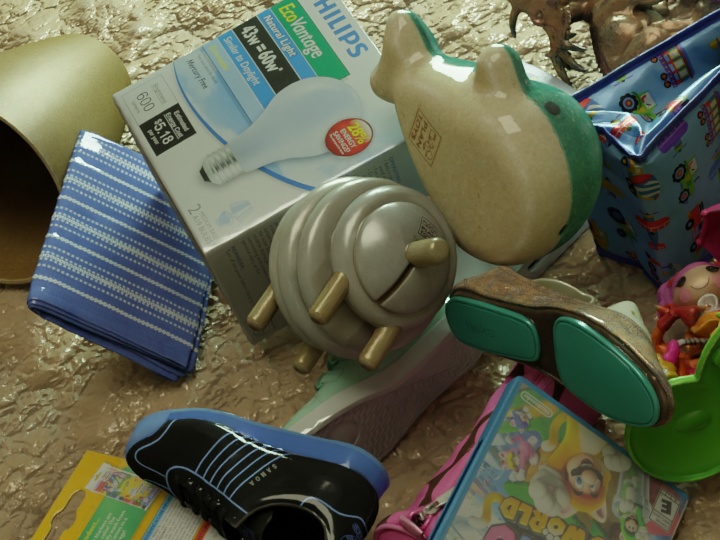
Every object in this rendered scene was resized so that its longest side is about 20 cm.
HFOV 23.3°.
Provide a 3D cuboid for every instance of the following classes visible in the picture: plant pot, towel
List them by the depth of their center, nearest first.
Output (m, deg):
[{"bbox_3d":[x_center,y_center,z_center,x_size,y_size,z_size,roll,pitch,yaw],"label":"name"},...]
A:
[{"bbox_3d":[-0.185,-0.014,1.413,0.024,0.144,0.201,-47,25,41],"label":"towel"},{"bbox_3d":[-0.286,-0.122,1.535,0.185,0.188,0.200,4,36,27],"label":"plant pot"}]

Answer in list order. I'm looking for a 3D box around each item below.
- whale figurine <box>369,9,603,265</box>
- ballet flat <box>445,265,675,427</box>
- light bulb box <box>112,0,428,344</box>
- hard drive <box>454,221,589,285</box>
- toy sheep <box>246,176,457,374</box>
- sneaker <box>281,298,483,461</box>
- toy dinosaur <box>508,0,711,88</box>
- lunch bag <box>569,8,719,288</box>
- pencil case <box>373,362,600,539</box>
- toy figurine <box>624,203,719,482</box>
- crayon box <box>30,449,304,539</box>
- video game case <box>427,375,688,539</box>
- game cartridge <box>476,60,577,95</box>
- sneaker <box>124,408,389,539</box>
[{"bbox_3d":[0.089,-0.099,1.210,0.103,0.160,0.200,-21,56,-31],"label":"whale figurine"},{"bbox_3d":[0.140,0.039,1.122,0.067,0.069,0.199,-27,36,-31],"label":"ballet flat"},{"bbox_3d":[-0.055,-0.088,1.363,0.199,0.125,0.199,-30,53,-6],"label":"light bulb box"},{"bbox_3d":[0.070,-0.042,1.391,0.132,0.026,0.199,-43,47,-20],"label":"hard drive"},{"bbox_3d":[0.000,0.000,1.197,0.138,0.138,0.199,-50,25,-25],"label":"toy sheep"},{"bbox_3d":[-0.013,0.074,1.277,0.200,0.074,0.118,-37,48,-24],"label":"sneaker"},{"bbox_3d":[0.218,-0.180,1.425,0.135,0.086,0.200,-35,56,-1],"label":"toy dinosaur"},{"bbox_3d":[0.256,-0.105,1.277,0.200,0.151,0.094,-39,45,-15],"label":"lunch bag"},{"bbox_3d":[0.093,0.126,1.166,0.090,0.094,0.200,17,56,35],"label":"pencil case"},{"bbox_3d":[0.257,0.032,1.176,0.199,0.151,0.185,-26,30,12],"label":"toy figurine"},{"bbox_3d":[-0.134,0.204,1.220,0.198,0.052,0.126,8,51,29],"label":"crayon box"},{"bbox_3d":[0.113,0.183,1.087,0.201,0.143,0.018,-59,8,-32],"label":"video game case"},{"bbox_3d":[0.118,-0.115,1.408,0.132,0.041,0.200,-17,35,-22],"label":"game cartridge"},{"bbox_3d":[-0.082,0.147,1.165,0.198,0.070,0.078,5,44,27],"label":"sneaker"}]
